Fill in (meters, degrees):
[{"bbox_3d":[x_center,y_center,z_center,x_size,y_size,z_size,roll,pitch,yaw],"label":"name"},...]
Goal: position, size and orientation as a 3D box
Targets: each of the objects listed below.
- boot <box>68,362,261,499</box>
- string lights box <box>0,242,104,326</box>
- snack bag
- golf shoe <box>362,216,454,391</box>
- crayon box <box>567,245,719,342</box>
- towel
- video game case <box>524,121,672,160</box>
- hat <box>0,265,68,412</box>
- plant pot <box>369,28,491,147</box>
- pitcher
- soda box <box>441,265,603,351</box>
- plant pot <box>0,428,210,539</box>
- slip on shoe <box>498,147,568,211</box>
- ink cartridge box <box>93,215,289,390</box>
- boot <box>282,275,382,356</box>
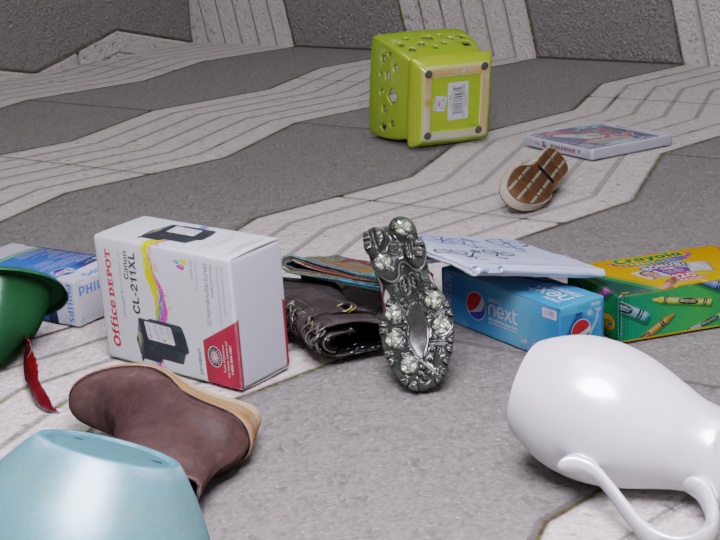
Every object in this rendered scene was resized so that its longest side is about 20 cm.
[{"bbox_3d":[-0.198,0.143,1.153,0.200,0.072,0.166,7,17,16],"label":"boot"},{"bbox_3d":[-0.392,0.014,1.623,0.200,0.059,0.103,8,20,31],"label":"string lights box"},{"bbox_3d":[0.149,-0.013,1.457,0.188,0.021,0.200,2,11,-30],"label":"snack bag"},{"bbox_3d":[0.058,0.041,1.368,0.077,0.088,0.200,-14,59,6],"label":"golf shoe"},{"bbox_3d":[0.351,0.024,1.491,0.200,0.058,0.119,-8,18,-18],"label":"crayon box"},{"bbox_3d":[0.000,0.000,1.573,0.147,0.022,0.200,11,5,15],"label":"towel"},{"bbox_3d":[0.434,-0.240,2.398,0.200,0.023,0.182,-13,20,-31],"label":"video game case"},{"bbox_3d":[-0.396,0.102,1.413,0.166,0.176,0.200,-6,-20,-5],"label":"hat"},{"bbox_3d":[0.142,-0.341,2.488,0.199,0.200,0.181,-9,24,-22],"label":"plant pot"},{"bbox_3d":[0.215,0.140,1.067,0.200,0.121,0.172,19,40,25],"label":"pitcher"},{"bbox_3d":[0.176,0.040,1.456,0.068,0.064,0.200,-14,21,-32],"label":"soda box"},{"bbox_3d":[-0.175,0.176,0.822,0.200,0.135,0.200,14,-1,0],"label":"plant pot"},{"bbox_3d":[0.257,-0.132,2.022,0.061,0.076,0.200,-39,3,36],"label":"slip on shoe"},{"bbox_3d":[-0.181,0.032,1.393,0.200,0.146,0.083,10,23,35],"label":"ink cartridge box"},{"bbox_3d":[-0.070,0.052,1.441,0.200,0.069,0.174,-6,17,-20],"label":"boot"}]
